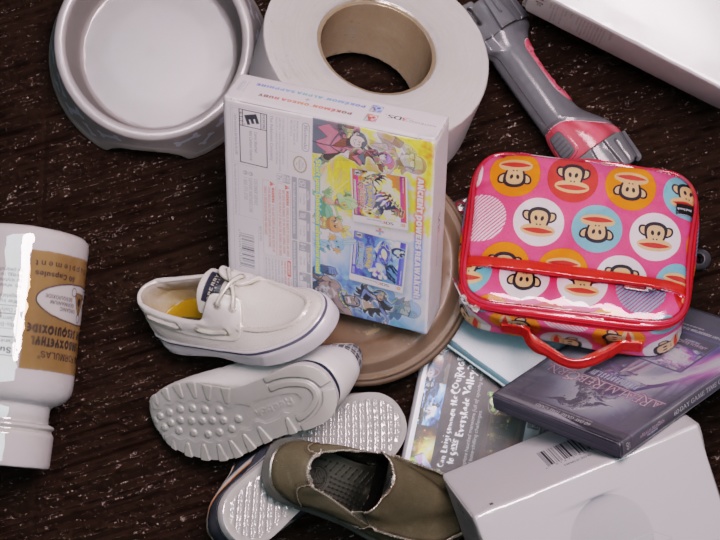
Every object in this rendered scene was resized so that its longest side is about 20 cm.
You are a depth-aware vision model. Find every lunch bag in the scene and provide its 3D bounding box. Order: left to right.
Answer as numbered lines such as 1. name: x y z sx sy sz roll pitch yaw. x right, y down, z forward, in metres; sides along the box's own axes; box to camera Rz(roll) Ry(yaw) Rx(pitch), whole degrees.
1. lunch bag: 0.180 -0.003 1.651 0.199 0.082 0.177 7 65 6

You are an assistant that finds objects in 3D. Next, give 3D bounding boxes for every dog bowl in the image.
1. dog bowl: -0.181 -0.197 1.743 0.199 0.059 0.201 0 84 -1

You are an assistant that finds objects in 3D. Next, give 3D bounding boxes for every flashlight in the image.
1. flashlight: 0.167 -0.161 1.742 0.068 0.068 0.200 -34 80 0

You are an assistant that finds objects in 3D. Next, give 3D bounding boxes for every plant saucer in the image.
1. plant saucer: 0.000 0.000 1.713 0.199 0.029 0.201 -2 80 13
2. plant saucer: 0.163 0.087 1.708 0.200 0.019 0.070 36 84 4

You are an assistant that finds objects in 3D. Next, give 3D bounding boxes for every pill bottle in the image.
1. pill bottle: -0.298 0.066 1.680 0.114 0.114 0.201 5 83 0

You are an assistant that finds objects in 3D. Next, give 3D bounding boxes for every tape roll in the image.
1. tape roll: 0.007 -0.172 1.691 0.201 0.071 0.203 7 55 -11

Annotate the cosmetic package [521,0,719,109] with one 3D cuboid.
1. cosmetic package: 0.252 -0.232 1.670 0.199 0.081 0.113 30 86 2

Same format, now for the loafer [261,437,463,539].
1. loafer: 0.015 0.189 1.641 0.199 0.070 0.076 15 79 -26

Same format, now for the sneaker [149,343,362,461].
1. sneaker: -0.090 0.107 1.686 0.199 0.081 0.077 -11 111 29

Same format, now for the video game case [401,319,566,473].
1. video game case: 0.133 0.136 1.723 0.181 0.023 0.201 12 84 0

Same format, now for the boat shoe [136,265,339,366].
1. boat shoe: -0.109 0.031 1.655 0.199 0.070 0.071 2 52 41

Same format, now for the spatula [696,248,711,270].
1. spatula: 0.213 -0.003 1.741 0.199 0.021 0.057 -4 81 -2

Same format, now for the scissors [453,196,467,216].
1. scissors: 0.079 -0.046 1.751 0.199 0.014 0.074 -4 81 -2

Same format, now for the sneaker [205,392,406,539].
1. sneaker: -0.053 0.171 1.694 0.200 0.079 0.079 -30 91 -28

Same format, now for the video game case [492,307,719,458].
1. video game case: 0.228 0.084 1.640 0.200 0.143 0.019 -29 122 -34

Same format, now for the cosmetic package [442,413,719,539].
1. cosmetic package: 0.200 0.236 1.630 0.198 0.123 0.201 -21 104 -6

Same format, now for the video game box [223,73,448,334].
1. video game box: -0.021 -0.054 1.624 0.181 0.201 0.047 15 40 16
